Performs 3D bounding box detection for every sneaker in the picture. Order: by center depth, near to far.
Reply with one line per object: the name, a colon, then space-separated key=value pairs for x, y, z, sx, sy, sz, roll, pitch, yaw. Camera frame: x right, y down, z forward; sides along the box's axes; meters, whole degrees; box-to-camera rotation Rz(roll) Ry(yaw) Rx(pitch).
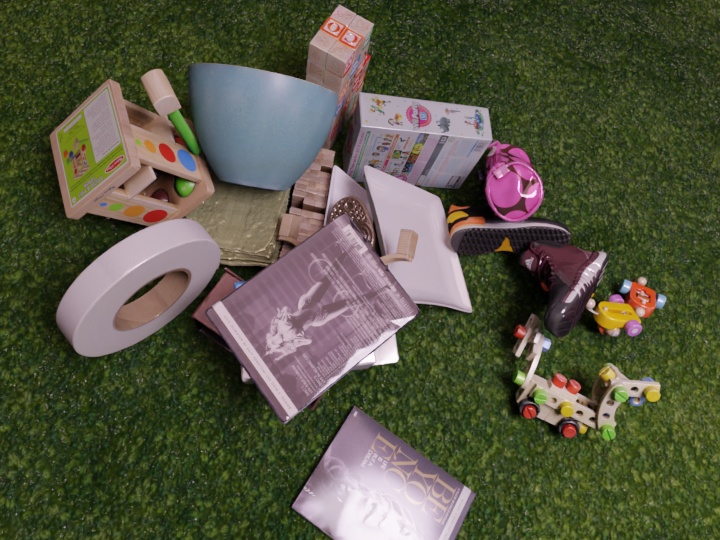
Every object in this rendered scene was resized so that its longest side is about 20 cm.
sneaker: x=0.000 y=0.000 z=0.783 sx=0.069 sy=0.076 sz=0.204 roll=-11 pitch=84 yaw=10
sneaker: x=0.268 y=0.016 z=0.792 sx=0.114 sy=0.077 sz=0.199 roll=25 pitch=36 yaw=27
sneaker: x=0.233 y=-0.075 z=0.879 sx=0.196 sy=0.071 sz=0.091 roll=1 pitch=49 yaw=-8

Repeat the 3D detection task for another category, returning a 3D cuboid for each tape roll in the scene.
tape roll: x=-0.257 y=0.022 z=0.664 sx=0.202 sy=0.203 sz=0.037 roll=-38 pitch=78 yaw=-24

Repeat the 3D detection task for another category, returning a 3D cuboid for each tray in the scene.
tray: x=-0.025 y=-0.042 z=0.817 sx=0.107 sy=0.022 sz=0.203 roll=34 pitch=54 yaw=-45

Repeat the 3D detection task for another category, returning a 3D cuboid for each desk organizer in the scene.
desk organizer: x=-0.119 y=0.093 z=0.735 sx=0.198 sy=0.072 sz=0.077 roll=34 pitch=67 yaw=3

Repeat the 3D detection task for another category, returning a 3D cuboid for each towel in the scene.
towel: x=-0.176 y=-0.098 z=0.813 sx=0.146 sy=0.037 sz=0.203 roll=7 pitch=64 yaw=1

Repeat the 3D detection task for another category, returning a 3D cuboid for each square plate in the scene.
square plate: x=0.080 y=-0.037 z=0.808 sx=0.198 sy=0.028 sz=0.201 roll=12 pitch=60 yaw=-49

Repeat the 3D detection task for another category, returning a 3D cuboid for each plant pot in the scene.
plant pot: x=-0.136 y=-0.182 z=0.747 sx=0.197 sy=0.200 sz=0.137 roll=9 pitch=98 yaw=-8

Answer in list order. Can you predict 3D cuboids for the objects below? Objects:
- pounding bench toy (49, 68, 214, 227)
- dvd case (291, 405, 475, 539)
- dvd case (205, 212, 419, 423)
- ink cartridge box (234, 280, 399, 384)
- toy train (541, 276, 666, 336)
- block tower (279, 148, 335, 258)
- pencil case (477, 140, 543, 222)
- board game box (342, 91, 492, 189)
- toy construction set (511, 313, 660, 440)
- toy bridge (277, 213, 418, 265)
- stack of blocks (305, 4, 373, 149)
pounding bench toy: x=-0.264 y=-0.155 z=0.724 sx=0.198 sy=0.155 sz=0.126 roll=-30 pitch=71 yaw=22
dvd case: x=0.033 y=0.294 z=0.712 sx=0.199 sy=0.016 sz=0.149 roll=35 pitch=64 yaw=3
dvd case: x=-0.051 y=0.049 z=0.632 sx=0.199 sy=0.016 sz=0.149 roll=-36 pitch=84 yaw=-17
ink cartridge box: x=-0.049 y=0.066 z=0.680 sx=0.196 sy=0.068 sz=0.118 roll=-6 pitch=77 yaw=-11
toy train: x=0.374 y=0.045 z=0.876 sx=0.197 sy=0.056 sz=0.151 roll=22 pitch=37 yaw=9
block tower: x=-0.079 y=-0.086 z=0.829 sx=0.057 sy=0.054 sz=0.203 roll=12 pitch=66 yaw=-6
pencil case: x=0.226 y=-0.142 z=0.849 sx=0.090 sy=0.200 sz=0.095 roll=-22 pitch=104 yaw=17
board game box: x=0.081 y=-0.193 z=0.858 sx=0.196 sy=0.148 sz=0.065 roll=2 pitch=67 yaw=-12
toy construction set: x=0.289 y=0.155 z=0.769 sx=0.198 sy=0.132 sz=0.092 roll=32 pitch=27 yaw=13
toy bridge: x=-0.025 y=-0.030 z=0.727 sx=0.197 sy=0.027 sz=0.068 roll=9 pitch=83 yaw=25
stack of blocks: x=-0.036 y=-0.293 z=0.846 sx=0.058 sy=0.200 sz=0.116 roll=28 pitch=65 yaw=2
